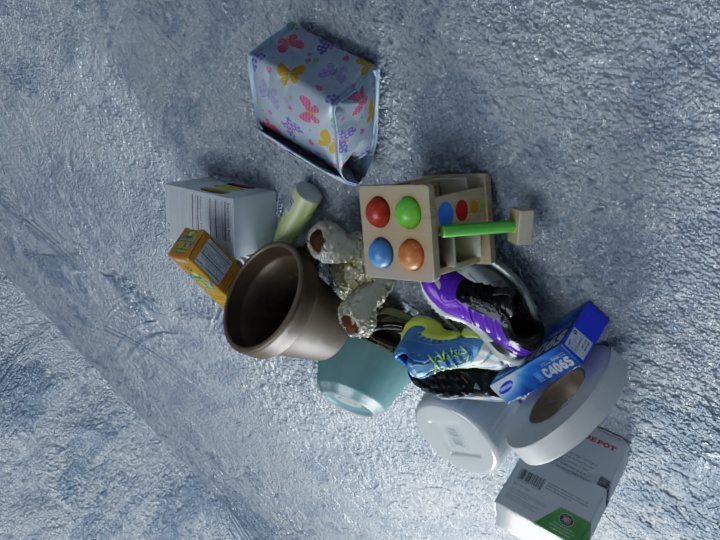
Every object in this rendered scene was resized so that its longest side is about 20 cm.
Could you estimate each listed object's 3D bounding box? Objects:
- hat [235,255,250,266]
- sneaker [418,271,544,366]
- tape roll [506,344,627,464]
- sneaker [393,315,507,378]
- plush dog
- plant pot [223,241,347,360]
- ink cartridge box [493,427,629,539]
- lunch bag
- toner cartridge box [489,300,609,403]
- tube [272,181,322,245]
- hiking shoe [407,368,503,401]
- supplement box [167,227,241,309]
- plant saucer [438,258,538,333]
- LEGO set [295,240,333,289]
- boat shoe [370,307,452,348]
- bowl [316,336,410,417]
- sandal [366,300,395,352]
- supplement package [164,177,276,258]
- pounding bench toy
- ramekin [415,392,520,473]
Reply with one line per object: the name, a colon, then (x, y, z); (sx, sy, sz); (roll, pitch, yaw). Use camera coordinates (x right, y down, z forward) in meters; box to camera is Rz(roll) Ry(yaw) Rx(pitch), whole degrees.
hat: (-0.261, -0.033, 1.553); (0.199, 0.081, 0.203); (29, 143, 24)
sneaker: (0.181, 0.045, 1.076); (0.199, 0.070, 0.100); (37, 145, -1)
tape roll: (0.292, 0.190, 1.078); (0.037, 0.203, 0.203); (45, 147, -2)
sneaker: (0.136, 0.140, 1.190); (0.198, 0.105, 0.076); (12, 139, 44)
plush dog: (0.000, 0.000, 1.281); (0.203, 0.159, 0.172); (66, 163, -2)
plant pot: (-0.114, 0.076, 1.311); (0.198, 0.203, 0.174); (4, 160, 45)
ink cartridge box: (0.325, 0.344, 1.213); (0.145, 0.200, 0.085); (22, 145, 31)
lunch bag: (-0.066, -0.222, 1.092); (0.168, 0.127, 0.201); (34, 153, 20)
toner cartridge box: (0.276, 0.125, 1.121); (0.043, 0.095, 0.200); (43, 147, 2)
tube: (-0.127, -0.070, 1.344); (0.052, 0.057, 0.201); (55, 133, 25)
hiking shoe: (0.177, 0.190, 1.268); (0.196, 0.076, 0.087); (9, 164, 16)
supplement box: (-0.251, 0.011, 1.352); (0.066, 0.069, 0.201); (8, 146, 42)
plant saucer: (0.191, 0.036, 1.157); (0.198, 0.050, 0.202); (28, 144, 23)
LEGO set: (-0.110, 0.047, 1.441); (0.152, 0.116, 0.202); (4, 130, 46)
boat shoe: (0.109, 0.125, 1.308); (0.197, 0.065, 0.074); (14, 132, 20)
bowl: (-0.005, 0.211, 1.459); (0.198, 0.106, 0.201); (20, 158, 8)
sandal: (0.036, 0.124, 1.422); (0.080, 0.054, 0.201); (34, 146, 16)
supplement package: (-0.263, -0.104, 1.422); (0.198, 0.113, 0.112); (15, 111, 37)
pounding bench toy: (0.113, -0.059, 1.006); (0.198, 0.155, 0.127); (5, 104, 44)
ramekin: (0.195, 0.274, 1.372); (0.199, 0.098, 0.202); (28, 144, 23)
